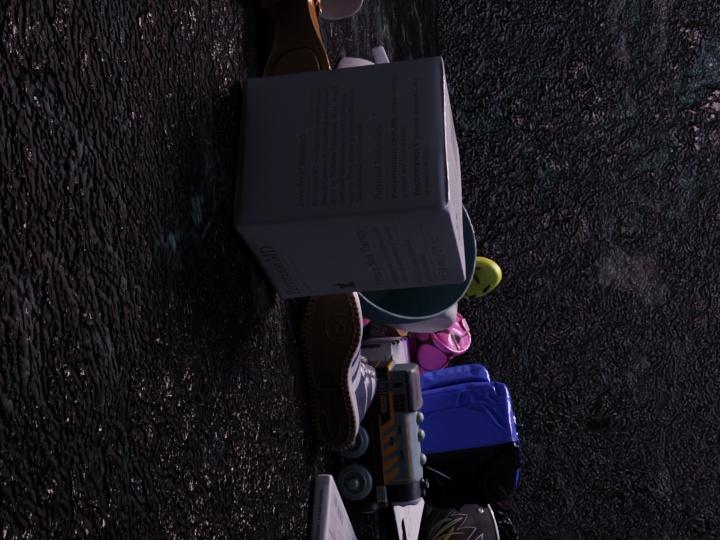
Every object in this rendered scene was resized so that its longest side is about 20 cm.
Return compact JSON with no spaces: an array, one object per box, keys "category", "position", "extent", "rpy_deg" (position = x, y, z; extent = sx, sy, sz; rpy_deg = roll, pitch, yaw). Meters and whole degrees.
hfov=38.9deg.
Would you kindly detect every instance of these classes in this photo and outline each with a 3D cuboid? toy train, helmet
[{"category":"toy train","position":[0.026,0.206,1.287],"extent":[0.085,0.113,0.203],"rpy_deg":[-13,98,-79]},{"category":"helmet","position":[0.217,0.526,2.002],"extent":[0.189,0.199,0.202],"rpy_deg":[18,62,-40]}]

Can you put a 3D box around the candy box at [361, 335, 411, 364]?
[{"category":"candy box","position":[0.032,0.183,1.452],"extent":[0.200,0.071,0.170],"rpy_deg":[8,77,-80]}]

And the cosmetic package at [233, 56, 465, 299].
[{"category":"cosmetic package","position":[-0.004,-0.086,1.005],"extent":[0.168,0.197,0.168],"rpy_deg":[65,22,-62]}]

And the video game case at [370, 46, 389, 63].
[{"category":"video game case","position":[0.056,-0.225,1.631],"extent":[0.182,0.022,0.202],"rpy_deg":[93,-22,-66]}]

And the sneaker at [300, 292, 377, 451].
[{"category":"sneaker","position":[-0.021,0.096,1.188],"extent":[0.109,0.069,0.203],"rpy_deg":[-46,138,-70]}]

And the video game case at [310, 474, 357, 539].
[{"category":"video game case","position":[-0.030,0.364,1.169],"extent":[0.201,0.023,0.183],"rpy_deg":[75,14,-48]}]

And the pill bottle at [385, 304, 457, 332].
[{"category":"pill bottle","position":[0.085,-0.025,1.415],"extent":[0.112,0.111,0.202],"rpy_deg":[63,32,-65]}]

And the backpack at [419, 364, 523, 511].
[{"category":"backpack","position":[0.152,0.243,1.456],"extent":[0.201,0.160,0.169],"rpy_deg":[75,12,-50]}]

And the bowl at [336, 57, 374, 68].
[{"category":"bowl","position":[0.011,-0.201,1.504],"extent":[0.200,0.074,0.202],"rpy_deg":[-76,161,-59]}]

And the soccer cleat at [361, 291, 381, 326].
[{"category":"soccer cleat","position":[0.000,0.000,1.393],"extent":[0.077,0.066,0.202],"rpy_deg":[95,-2,-58]}]

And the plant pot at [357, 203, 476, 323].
[{"category":"plant pot","position":[0.026,-0.020,1.271],"extent":[0.135,0.198,0.203],"rpy_deg":[146,-54,-59]}]

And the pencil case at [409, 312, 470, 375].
[{"category":"pencil case","position":[0.103,0.141,1.593],"extent":[0.200,0.093,0.091],"rpy_deg":[-56,-133,47]}]

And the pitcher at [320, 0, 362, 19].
[{"category":"pitcher","position":[-0.031,-0.446,1.301],"extent":[0.172,0.120,0.201],"rpy_deg":[59,35,-35]}]

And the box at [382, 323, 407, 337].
[{"category":"box","position":[0.057,-0.004,1.540],"extent":[0.165,0.021,0.200],"rpy_deg":[-70,153,-19]}]

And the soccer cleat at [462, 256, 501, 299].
[{"category":"soccer cleat","position":[0.144,0.008,1.506],"extent":[0.084,0.200,0.065],"rpy_deg":[-40,99,-33]}]

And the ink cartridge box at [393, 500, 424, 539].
[{"category":"ink cartridge box","position":[0.065,0.372,1.667],"extent":[0.201,0.050,0.164],"rpy_deg":[-66,151,-53]}]

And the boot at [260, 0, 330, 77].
[{"category":"boot","position":[-0.072,-0.260,1.108],"extent":[0.156,0.076,0.202],"rpy_deg":[-83,158,-64]}]
